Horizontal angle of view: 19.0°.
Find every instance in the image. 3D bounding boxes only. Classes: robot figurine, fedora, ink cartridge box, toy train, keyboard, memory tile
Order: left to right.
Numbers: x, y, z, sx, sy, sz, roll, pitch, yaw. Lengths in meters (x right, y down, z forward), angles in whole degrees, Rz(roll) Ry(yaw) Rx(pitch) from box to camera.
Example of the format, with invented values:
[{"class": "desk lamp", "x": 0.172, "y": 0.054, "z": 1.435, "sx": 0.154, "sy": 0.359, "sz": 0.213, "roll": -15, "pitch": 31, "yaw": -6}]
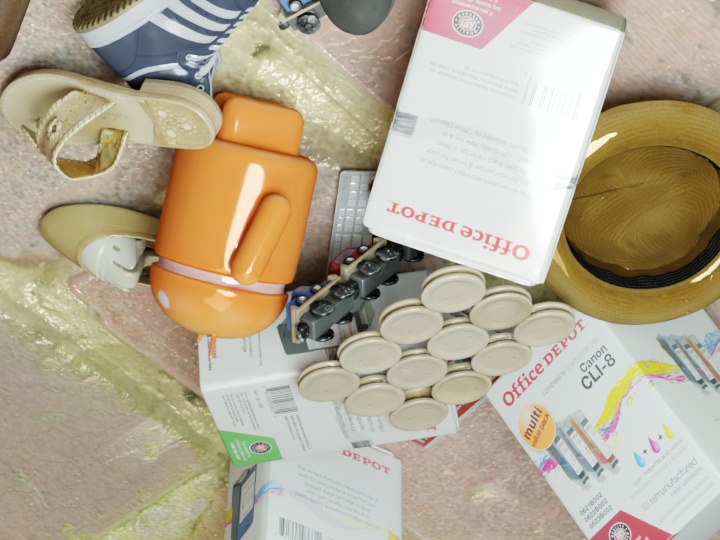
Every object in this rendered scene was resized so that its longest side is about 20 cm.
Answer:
[{"class": "robot figurine", "x": -0.100, "y": -0.034, "z": 1.681, "sx": 0.143, "sy": 0.202, "sz": 0.116, "roll": 17, "pitch": -174, "yaw": 33}, {"class": "ink cartridge box", "x": -0.042, "y": 0.238, "z": 1.910, "sx": 0.144, "sy": 0.201, "sz": 0.088, "roll": 24, "pitch": 132, "yaw": -22}, {"class": "ink cartridge box", "x": -0.025, "y": 0.084, "z": 1.790, "sx": 0.198, "sy": 0.085, "sz": 0.146, "roll": -9, "pitch": 147, "yaw": 4}, {"class": "keyboard", "x": 0.000, "y": -0.007, "z": 1.812, "sx": 0.056, "sy": 0.011, "sz": 0.201, "roll": 5, "pitch": 133, "yaw": -4}, {"class": "toy train", "x": 0.000, "y": 0.000, "z": 1.700, "sx": 0.045, "sy": 0.200, "sz": 0.034, "roll": 19, "pitch": 127, "yaw": 27}, {"class": "toy train", "x": 0.016, "y": -0.233, "z": 1.589, "sx": 0.199, "sy": 0.034, "sz": 0.046, "roll": -27, "pitch": 124, "yaw": 23}, {"class": "memory tile", "x": 0.059, "y": 0.063, "z": 1.680, "sx": 0.152, "sy": 0.017, "sz": 0.200, "roll": 20, "pitch": 137, "yaw": -37}, {"class": "ink cartridge box", "x": 0.099, "y": -0.110, "z": 1.596, "sx": 0.145, "sy": 0.083, "sz": 0.202, "roll": 18, "pitch": 106, "yaw": 4}, {"class": "fedora", "x": 0.221, "y": -0.054, "z": 1.702, "sx": 0.199, "sy": 0.082, "sz": 0.202, "roll": -3, "pitch": 112, "yaw": -9}, {"class": "ink cartridge box", "x": 0.234, "y": 0.123, "z": 1.776, "sx": 0.144, "sy": 0.201, "sz": 0.145, "roll": -12, "pitch": 150, "yaw": -49}]

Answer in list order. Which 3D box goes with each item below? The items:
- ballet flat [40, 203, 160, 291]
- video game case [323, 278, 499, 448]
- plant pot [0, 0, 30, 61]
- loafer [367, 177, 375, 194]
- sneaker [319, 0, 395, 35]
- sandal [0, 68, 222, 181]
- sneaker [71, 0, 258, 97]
[{"class": "ballet flat", "x": -0.168, "y": -0.008, "z": 1.777, "sx": 0.198, "sy": 0.063, "sz": 0.069, "roll": 10, "pitch": 134, "yaw": -8}, {"class": "video game case", "x": 0.028, "y": 0.073, "z": 1.871, "sx": 0.199, "sy": 0.018, "sz": 0.143, "roll": 30, "pitch": 125, "yaw": -28}, {"class": "plant pot", "x": -0.278, "y": -0.277, "z": 1.473, "sx": 0.186, "sy": 0.187, "sz": 0.201, "roll": 24, "pitch": 114, "yaw": -21}, {"class": "loafer", "x": 0.080, "y": -0.107, "z": 1.690, "sx": 0.199, "sy": 0.073, "sz": 0.071, "roll": -31, "pitch": 106, "yaw": 23}, {"class": "sneaker", "x": -0.010, "y": -0.248, "z": 1.518, "sx": 0.073, "sy": 0.089, "sz": 0.201, "roll": 6, "pitch": 124, "yaw": 8}, {"class": "sandal", "x": -0.207, "y": -0.102, "z": 1.634, "sx": 0.210, "sy": 0.070, "sz": 0.078, "roll": 3, "pitch": 139, "yaw": 31}, {"class": "sneaker", "x": -0.107, "y": -0.187, "z": 1.606, "sx": 0.199, "sy": 0.070, "sz": 0.109, "roll": -19, "pitch": 125, "yaw": 26}]
